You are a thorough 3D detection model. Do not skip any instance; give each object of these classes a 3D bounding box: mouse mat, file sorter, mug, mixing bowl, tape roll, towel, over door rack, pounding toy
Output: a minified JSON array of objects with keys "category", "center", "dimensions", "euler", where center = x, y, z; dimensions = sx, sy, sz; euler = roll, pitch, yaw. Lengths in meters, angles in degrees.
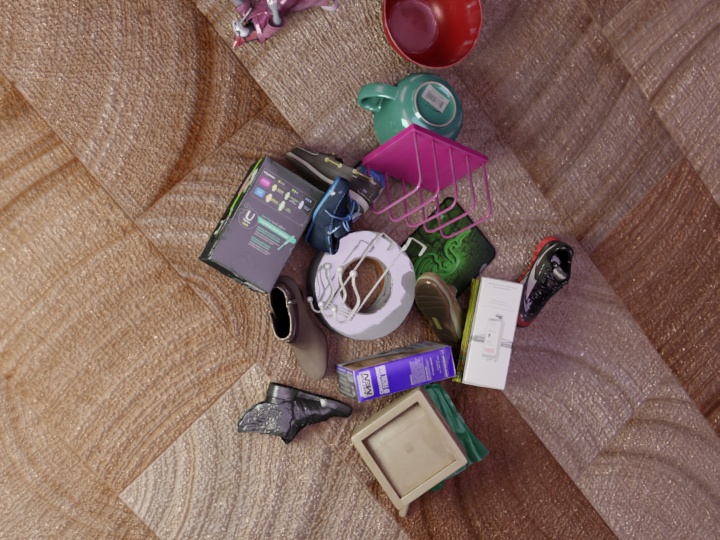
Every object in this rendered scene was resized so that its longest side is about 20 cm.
[{"category":"mouse mat","center":[0.161,-0.024,1.711],"dimensions":[0.200,0.008,0.161],"euler":[-46,105,-12]},{"category":"file sorter","center":[0.125,-0.151,1.573],"dimensions":[0.198,0.138,0.127],"euler":[15,59,-40]},{"category":"mug","center":[0.100,-0.285,1.606],"dimensions":[0.183,0.114,0.154],"euler":[-12,83,-25]},{"category":"mixing bowl","center":[0.118,-0.470,1.630],"dimensions":[0.197,0.108,0.203],"euler":[0,91,-19]},{"category":"tape roll","center":[0.002,0.027,1.620],"dimensions":[0.198,0.066,0.203],"euler":[-1,93,-18]},{"category":"towel","center":[0.206,0.118,1.692],"dimensions":[0.018,0.086,0.203],"euler":[11,85,8]},{"category":"over door rack","center":[0.000,0.000,1.509],"dimensions":[0.200,0.148,0.067],"euler":[-43,109,-12]},{"category":"pounding toy","center":[0.093,0.347,1.622],"dimensions":[0.183,0.142,0.201],"euler":[-35,88,5]}]

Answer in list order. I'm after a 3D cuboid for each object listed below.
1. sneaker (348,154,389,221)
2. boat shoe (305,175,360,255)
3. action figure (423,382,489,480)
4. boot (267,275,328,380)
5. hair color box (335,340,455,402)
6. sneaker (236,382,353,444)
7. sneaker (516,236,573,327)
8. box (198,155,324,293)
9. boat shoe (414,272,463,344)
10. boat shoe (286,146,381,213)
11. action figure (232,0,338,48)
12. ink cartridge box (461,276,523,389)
[{"category":"sneaker","center":[-0.001,-0.141,1.612],"dimensions":[0.076,0.077,0.201],"euler":[41,75,-15]},{"category":"boat shoe","center":[-0.039,-0.093,1.485],"dimensions":[0.068,0.200,0.085],"euler":[33,67,3]},{"category":"action figure","center":[0.155,0.295,1.691],"dimensions":[0.117,0.055,0.202],"euler":[-28,93,-15]},{"category":"boot","center":[-0.116,0.107,1.536],"dimensions":[0.069,0.146,0.202],"euler":[-19,89,10]},{"category":"hair color box","center":[0.064,0.186,1.626],"dimensions":[0.198,0.109,0.066],"euler":[-14,96,-19]},{"category":"sneaker","center":[-0.119,0.271,1.591],"dimensions":[0.198,0.060,0.106],"euler":[18,84,-14]},{"category":"sneaker","center":[0.365,0.024,1.738],"dimensions":[0.070,0.098,0.202],"euler":[32,82,-19]},{"category":"box","center":[-0.174,-0.077,1.512],"dimensions":[0.124,0.148,0.202],"euler":[30,81,-16]},{"category":"boat shoe","center":[0.154,0.056,1.649],"dimensions":[0.077,0.071,0.201],"euler":[-62,150,-27]},{"category":"boat shoe","center":[-0.048,-0.173,1.553],"dimensions":[0.200,0.072,0.061],"euler":[35,79,28]},{"category":"action figure","center":[-0.160,-0.470,1.555],"dimensions":[0.201,0.134,0.149],"euler":[-50,149,1]},{"category":"ink cartridge box","center":[0.253,0.121,1.666],"dimensions":[0.082,0.146,0.203],"euler":[10,87,8]}]
